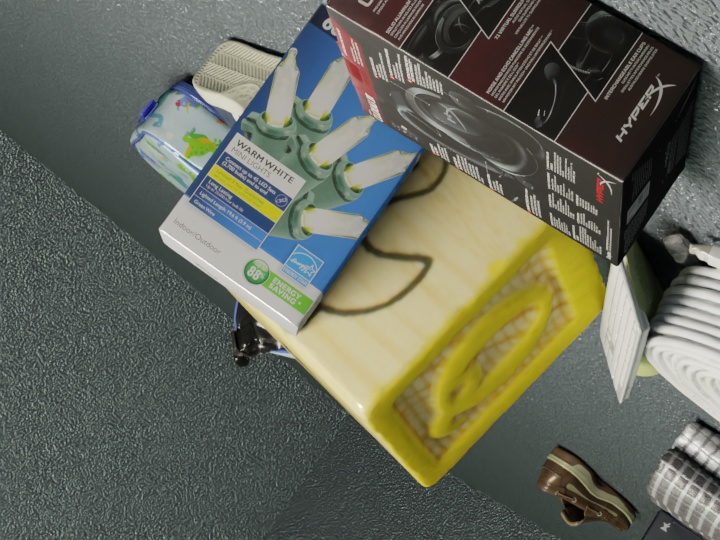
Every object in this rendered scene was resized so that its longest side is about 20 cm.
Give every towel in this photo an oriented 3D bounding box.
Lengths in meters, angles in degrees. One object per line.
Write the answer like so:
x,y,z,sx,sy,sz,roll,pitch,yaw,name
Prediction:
0.358,0.233,1.542,0.165,0.086,0.200,34,171,18,towel

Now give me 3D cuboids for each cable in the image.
0.278,0.073,1.037,0.200,0.069,0.200,30,170,31,cable

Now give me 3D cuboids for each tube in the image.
0.197,0.026,1.151,0.058,0.052,0.200,36,173,21,tube

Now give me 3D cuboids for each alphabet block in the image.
0.025,-0.005,1.093,0.200,0.195,0.196,42,176,26,alphabet block

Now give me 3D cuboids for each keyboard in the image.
0.174,0.041,1.083,0.200,0.011,0.057,73,178,-72,keyboard

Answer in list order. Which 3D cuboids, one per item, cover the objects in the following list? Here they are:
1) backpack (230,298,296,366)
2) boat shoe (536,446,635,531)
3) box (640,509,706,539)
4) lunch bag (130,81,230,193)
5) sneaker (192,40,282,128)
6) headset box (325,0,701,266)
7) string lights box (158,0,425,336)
0.000,0.000,1.362,0.154,0.201,0.190,0,-169,-44,backpack
0.307,0.321,2.240,0.202,0.075,0.075,42,169,-36,boat shoe
0.454,0.436,2.163,0.196,0.118,0.200,33,170,17,box
-0.154,-0.118,1.634,0.160,0.083,0.200,36,171,-9,lunch bag
-0.055,-0.122,1.282,0.085,0.075,0.200,44,178,-38,sneaker
0.074,-0.101,0.863,0.200,0.077,0.149,34,171,16,headset box
-0.023,-0.073,0.975,0.103,0.200,0.059,34,172,1,string lights box
